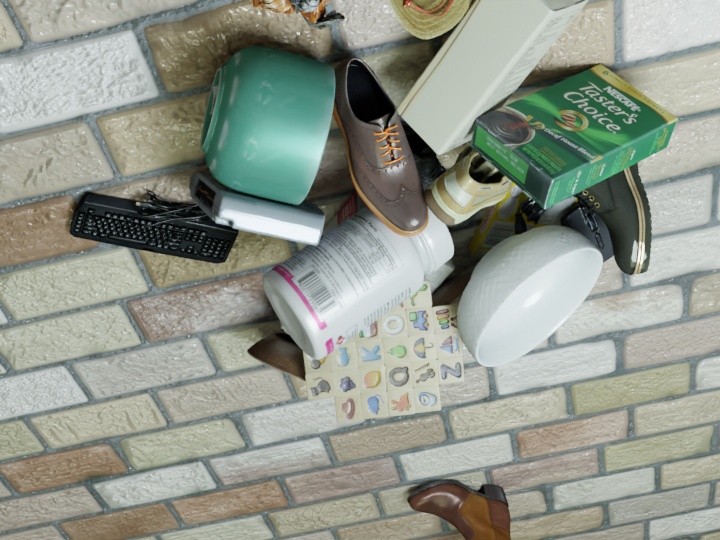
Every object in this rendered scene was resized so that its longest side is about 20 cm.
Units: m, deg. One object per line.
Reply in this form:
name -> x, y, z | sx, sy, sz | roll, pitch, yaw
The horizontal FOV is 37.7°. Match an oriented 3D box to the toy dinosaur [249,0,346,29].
toy dinosaur -> -0.074, -0.284, 0.975 | 0.198, 0.102, 0.137 | -9, 115, 29

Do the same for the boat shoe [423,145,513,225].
boat shoe -> 0.144, -0.112, 1.174 | 0.072, 0.200, 0.076 | 45, 125, -1

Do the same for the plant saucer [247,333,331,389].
plant saucer -> -0.053, 0.125, 1.420 | 0.199, 0.200, 0.037 | 20, 90, -27

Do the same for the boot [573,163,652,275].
boot -> 0.253, -0.087, 1.220 | 0.137, 0.202, 0.077 | -9, 173, -6

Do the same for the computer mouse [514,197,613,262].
computer mouse -> 0.267, -0.043, 1.329 | 0.139, 0.046, 0.201 | -25, 145, -1

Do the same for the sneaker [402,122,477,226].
sneaker -> 0.070, -0.120, 1.240 | 0.198, 0.060, 0.104 | 16, 137, -19

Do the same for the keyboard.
keyboard -> -0.249, -0.048, 1.285 | 0.198, 0.040, 0.104 | 9, 136, -20

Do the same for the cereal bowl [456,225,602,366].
cereal bowl -> 0.192, 0.020, 1.276 | 0.199, 0.083, 0.201 | -30, 149, -20

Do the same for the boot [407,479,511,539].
boot -> 0.179, 0.462, 1.787 | 0.186, 0.201, 0.069 | 11, 135, -20

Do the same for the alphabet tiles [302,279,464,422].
alphabet tiles -> 0.027, 0.100, 1.304 | 0.198, 0.006, 0.168 | -7, 102, -1

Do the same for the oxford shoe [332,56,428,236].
oxford shoe -> 0.019, -0.130, 1.122 | 0.071, 0.201, 0.073 | -27, 180, -11

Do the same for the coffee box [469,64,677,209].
coffee box -> 0.229, -0.148, 1.128 | 0.199, 0.123, 0.044 | -25, 143, -29

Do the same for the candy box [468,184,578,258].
candy box -> 0.217, -0.086, 1.324 | 0.101, 0.027, 0.201 | 4, 137, -19

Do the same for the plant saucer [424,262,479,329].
plant saucer -> 0.130, 0.049, 1.397 | 0.200, 0.037, 0.201 | -34, 159, -15

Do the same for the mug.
mug -> -0.109, -0.145, 1.116 | 0.113, 0.153, 0.186 | 13, 133, -16

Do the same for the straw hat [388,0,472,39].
straw hat -> 0.042, -0.325, 0.987 | 0.085, 0.202, 0.202 | 21, 152, 34

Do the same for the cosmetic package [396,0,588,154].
cosmetic package -> 0.135, -0.222, 1.095 | 0.073, 0.103, 0.200 | 46, 126, 10

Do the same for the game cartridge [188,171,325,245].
game cartridge -> -0.114, -0.071, 1.184 | 0.132, 0.200, 0.042 | 7, 100, -20

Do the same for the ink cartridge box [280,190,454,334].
ink cartridge box -> 0.003, 0.011, 1.355 | 0.145, 0.085, 0.200 | 19, 129, -27

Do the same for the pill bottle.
pill bottle -> 0.000, 0.000, 1.184 | 0.199, 0.113, 0.114 | -34, 140, -15
